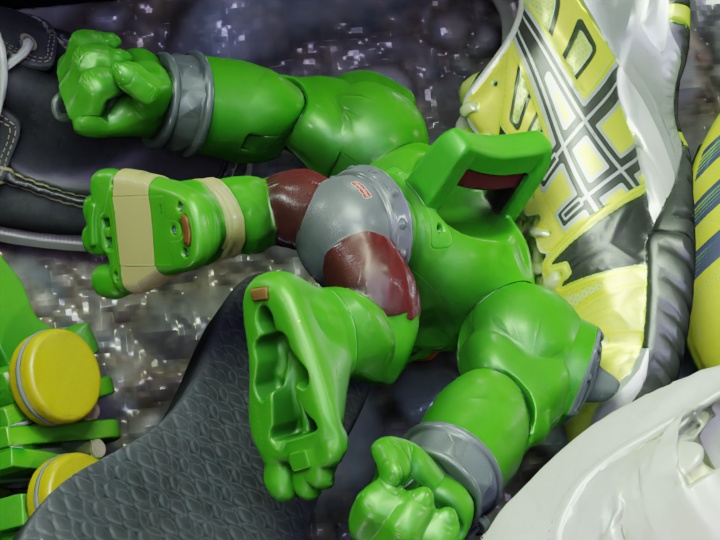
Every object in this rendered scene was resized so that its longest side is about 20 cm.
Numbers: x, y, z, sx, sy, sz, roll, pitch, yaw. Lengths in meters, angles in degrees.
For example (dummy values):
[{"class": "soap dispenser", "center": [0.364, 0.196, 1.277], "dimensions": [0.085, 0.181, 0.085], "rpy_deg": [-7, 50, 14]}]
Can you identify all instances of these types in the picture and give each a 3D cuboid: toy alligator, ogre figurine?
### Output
[{"class": "toy alligator", "center": [-0.096, 0.085, 0.791], "dimensions": [0.054, 0.059, 0.201], "rpy_deg": [0, 77, -47]}, {"class": "ogre figurine", "center": [0.000, 0.000, 0.754], "dimensions": [0.120, 0.200, 0.099], "rpy_deg": [-12, 125, -38]}]

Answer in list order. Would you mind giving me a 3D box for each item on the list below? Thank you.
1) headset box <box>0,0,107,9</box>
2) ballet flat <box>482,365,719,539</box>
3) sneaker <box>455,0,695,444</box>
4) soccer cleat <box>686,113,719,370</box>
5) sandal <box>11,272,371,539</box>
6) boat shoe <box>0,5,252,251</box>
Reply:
[{"class": "headset box", "center": [-0.047, -0.159, 0.761], "dimensions": [0.173, 0.200, 0.093], "rpy_deg": [-8, 81, -8]}, {"class": "ballet flat", "center": [0.110, 0.053, 0.673], "dimensions": [0.199, 0.069, 0.070], "rpy_deg": [-31, 85, -10]}, {"class": "sneaker", "center": [0.068, -0.030, 0.819], "dimensions": [0.076, 0.075, 0.201], "rpy_deg": [1, 70, -5]}, {"class": "soccer cleat", "center": [0.161, -0.052, 0.815], "dimensions": [0.064, 0.084, 0.201], "rpy_deg": [25, 87, -15]}, {"class": "sandal", "center": [-0.050, 0.076, 0.758], "dimensions": [0.076, 0.043, 0.200], "rpy_deg": [39, 39, 1]}, {"class": "boat shoe", "center": [-0.131, -0.056, 0.803], "dimensions": [0.199, 0.068, 0.072], "rpy_deg": [18, 77, -4]}]
